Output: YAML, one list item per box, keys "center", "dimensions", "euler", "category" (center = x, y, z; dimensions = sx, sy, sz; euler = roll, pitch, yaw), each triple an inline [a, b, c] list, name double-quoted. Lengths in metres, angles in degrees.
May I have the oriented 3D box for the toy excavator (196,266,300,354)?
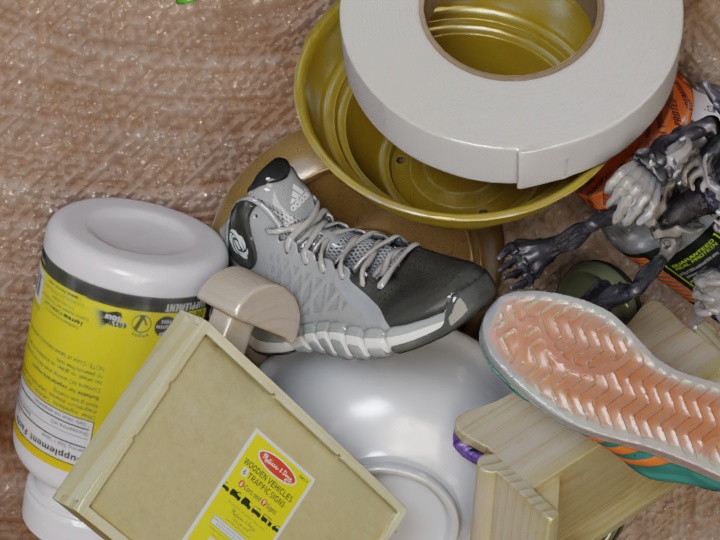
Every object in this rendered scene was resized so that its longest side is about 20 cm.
- center: [-0.082, 0.125, 1.184]
  dimensions: [0.195, 0.100, 0.200]
  euler: [-49, 138, -19]
  category: "toy excavator"

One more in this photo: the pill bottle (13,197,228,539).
- center: [-0.151, 0.067, 1.227]
  dimensions: [0.112, 0.113, 0.201]
  euler: [6, 113, -15]
  category: "pill bottle"

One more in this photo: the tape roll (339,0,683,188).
- center: [0.087, -0.142, 1.161]
  dimensions: [0.201, 0.204, 0.037]
  euler: [-15, 149, -7]
  category: "tape roll"

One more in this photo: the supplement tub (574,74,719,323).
- center: [0.235, -0.036, 1.271]
  dimensions: [0.199, 0.123, 0.123]
  euler: [34, 101, -23]
  category: "supplement tub"

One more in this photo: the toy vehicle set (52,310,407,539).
- center: [-0.068, 0.132, 1.133]
  dimensions: [0.200, 0.026, 0.125]
  euler: [46, 71, -35]
  category: "toy vehicle set"

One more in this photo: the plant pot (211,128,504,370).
- center: [0.000, 0.000, 1.284]
  dimensions: [0.198, 0.028, 0.202]
  euler: [-4, 111, -11]
  category: "plant pot"

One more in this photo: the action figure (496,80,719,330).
- center: [0.182, -0.024, 1.150]
  dimensions: [0.199, 0.102, 0.119]
  euler: [-33, 103, 32]
  category: "action figure"

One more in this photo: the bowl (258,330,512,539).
- center: [0.016, 0.134, 1.275]
  dimensions: [0.199, 0.091, 0.202]
  euler: [1, 123, 2]
  category: "bowl"

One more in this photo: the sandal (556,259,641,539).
- center: [0.138, 0.093, 1.320]
  dimensions: [0.057, 0.079, 0.203]
  euler: [-20, 115, -54]
  category: "sandal"

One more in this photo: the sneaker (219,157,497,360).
- center: [-0.017, -0.012, 1.172]
  dimensions: [0.075, 0.199, 0.116]
  euler: [-37, 111, -41]
  category: "sneaker"

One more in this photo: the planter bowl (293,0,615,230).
- center: [0.060, -0.086, 1.204]
  dimensions: [0.199, 0.201, 0.084]
  euler: [-12, 145, -8]
  category: "planter bowl"

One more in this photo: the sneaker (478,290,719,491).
- center: [0.153, 0.079, 1.157]
  dimensions: [0.199, 0.080, 0.072]
  euler: [27, 71, -2]
  category: "sneaker"

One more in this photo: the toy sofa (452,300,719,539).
- center: [0.152, 0.109, 1.250]
  dimensions: [0.199, 0.097, 0.083]
  euler: [-29, 140, -29]
  category: "toy sofa"

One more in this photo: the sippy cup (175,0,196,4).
- center: [-0.133, -0.240, 1.109]
  dimensions: [0.130, 0.140, 0.179]
  euler: [-30, 71, 11]
  category: "sippy cup"
